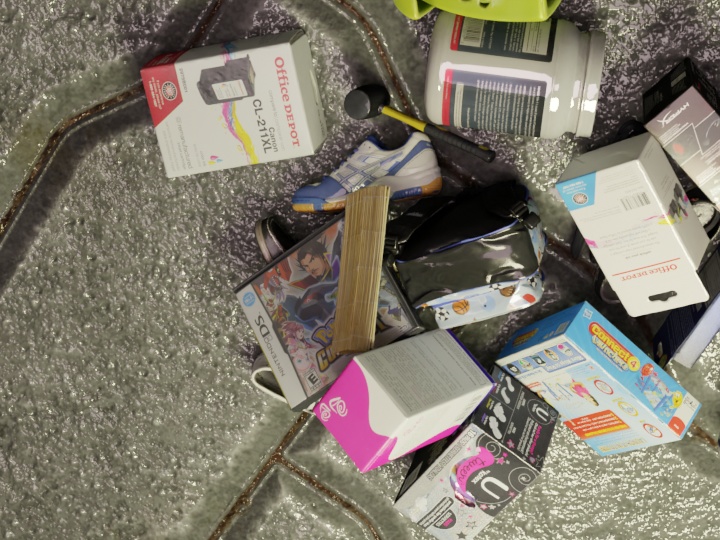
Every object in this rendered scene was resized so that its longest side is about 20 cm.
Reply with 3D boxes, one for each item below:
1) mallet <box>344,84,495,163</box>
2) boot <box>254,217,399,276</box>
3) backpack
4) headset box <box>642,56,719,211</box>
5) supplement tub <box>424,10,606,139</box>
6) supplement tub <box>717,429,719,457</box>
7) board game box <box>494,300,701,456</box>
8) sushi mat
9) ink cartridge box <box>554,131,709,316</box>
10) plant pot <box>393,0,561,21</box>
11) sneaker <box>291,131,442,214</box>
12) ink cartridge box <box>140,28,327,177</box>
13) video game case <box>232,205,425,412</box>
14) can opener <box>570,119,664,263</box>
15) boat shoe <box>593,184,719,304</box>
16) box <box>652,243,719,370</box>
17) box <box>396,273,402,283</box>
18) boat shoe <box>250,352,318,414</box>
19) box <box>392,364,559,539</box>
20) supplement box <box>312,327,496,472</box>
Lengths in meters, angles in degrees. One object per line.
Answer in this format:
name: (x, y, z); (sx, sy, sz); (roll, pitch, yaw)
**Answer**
mallet: (0.069, -0.175, 1.631); (0.199, 0.066, 0.041); (29, 115, 26)
boot: (-0.029, -0.014, 1.744); (0.150, 0.073, 0.201); (-31, 106, 20)
backpack: (0.146, -0.028, 1.646); (0.198, 0.191, 0.155); (-11, 114, 20)
headset box: (0.422, -0.139, 1.574); (0.075, 0.149, 0.200); (-40, 100, 22)
supplement tub: (0.181, -0.232, 1.587); (0.198, 0.140, 0.142); (9, 112, 7)
supplement tub: (0.528, 0.154, 1.668); (0.144, 0.145, 0.202); (7, 112, 7)
board game box: (0.293, 0.141, 1.688); (0.196, 0.200, 0.056); (41, 67, -7)
sushi mat: (0.000, 0.000, 1.609); (0.012, 0.095, 0.202); (9, 83, -28)
ink cartridge box: (0.332, -0.051, 1.593); (0.115, 0.068, 0.201); (-15, 115, 39)
plant pot: (0.129, -0.389, 1.513); (0.180, 0.200, 0.201); (-2, 111, 19)
sneaker: (0.005, -0.123, 1.709); (0.198, 0.075, 0.089); (-11, 88, 15)
ink cartridge box: (-0.156, -0.210, 1.688); (0.198, 0.083, 0.147); (-8, 108, 14)
video game case: (-0.043, 0.047, 1.668); (0.199, 0.025, 0.182); (-34, 69, 17)
can opener: (0.309, -0.095, 1.661); (0.063, 0.079, 0.201); (21, 122, -7)
boat shoe: (0.368, -0.027, 1.675); (0.074, 0.063, 0.201); (43, 113, -9)
box: (0.427, 0.039, 1.656); (0.032, 0.121, 0.201); (30, 113, -3)
box: (0.056, 0.105, 1.739); (0.050, 0.076, 0.201); (-12, 126, 7)
boat shoe: (-0.054, 0.165, 1.820); (0.199, 0.066, 0.072); (25, 113, 0)
box: (0.151, 0.249, 1.756); (0.114, 0.132, 0.200); (34, 127, -3)
supplement box: (0.055, 0.151, 1.600); (0.103, 0.199, 0.101); (48, 121, 18)
